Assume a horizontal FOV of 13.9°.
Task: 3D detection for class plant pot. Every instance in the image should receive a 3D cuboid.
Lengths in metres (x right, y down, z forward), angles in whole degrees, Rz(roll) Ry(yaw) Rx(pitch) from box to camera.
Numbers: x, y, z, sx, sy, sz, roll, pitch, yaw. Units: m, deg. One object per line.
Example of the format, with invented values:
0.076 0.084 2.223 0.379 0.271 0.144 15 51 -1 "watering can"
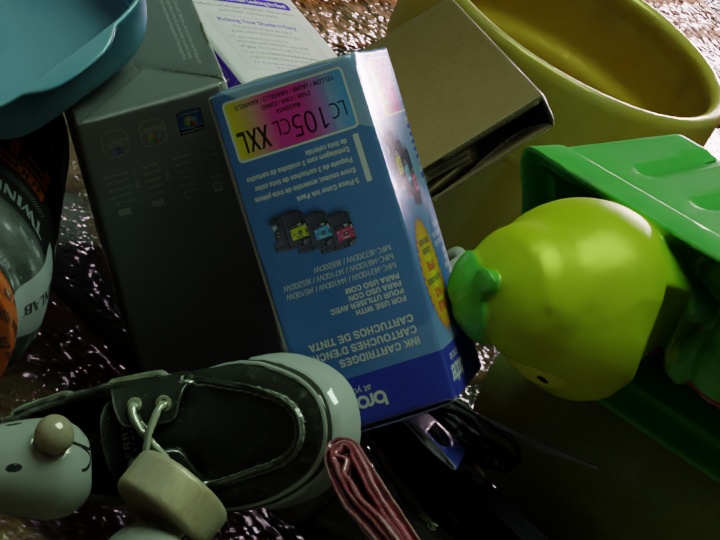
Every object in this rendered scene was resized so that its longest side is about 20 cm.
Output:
0.088 -0.075 1.773 0.200 0.189 0.201 24 27 -13 "plant pot"
0.163 0.107 1.579 0.199 0.188 0.187 27 22 27 "plant pot"

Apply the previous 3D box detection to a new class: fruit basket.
0.132 0.024 1.439 0.214 0.156 0.216 -4 32 3 "fruit basket"

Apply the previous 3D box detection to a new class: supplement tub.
-0.208 -0.020 1.442 0.122 0.123 0.200 23 27 -14 "supplement tub"

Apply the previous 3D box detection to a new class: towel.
0.039 0.181 1.318 0.023 0.200 0.144 -27 48 -7 "towel"

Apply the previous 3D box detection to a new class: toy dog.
-0.050 0.174 1.297 0.200 0.132 0.096 53 -9 19 "toy dog"
-0.211 0.062 1.244 0.199 0.096 0.132 -16 64 -31 "toy dog"

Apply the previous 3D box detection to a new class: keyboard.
0.052 0.102 1.522 0.040 0.104 0.200 -36 64 -25 "keyboard"

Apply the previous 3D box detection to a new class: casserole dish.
-0.177 -0.128 1.435 0.200 0.121 0.039 41 -17 43 "casserole dish"

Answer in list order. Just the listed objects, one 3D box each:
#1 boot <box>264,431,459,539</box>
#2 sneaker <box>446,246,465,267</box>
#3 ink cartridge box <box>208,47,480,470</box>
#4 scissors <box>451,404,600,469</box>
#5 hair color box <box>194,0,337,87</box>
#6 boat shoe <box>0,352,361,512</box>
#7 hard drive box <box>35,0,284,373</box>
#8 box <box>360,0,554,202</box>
0.020 0.135 1.480 0.174 0.069 0.200 40 7 -13 "boot"
-0.038 -0.017 1.666 0.199 0.081 0.077 24 29 -7 "sneaker"
0.000 0.000 1.404 0.136 0.076 0.201 -38 113 -81 "ink cartridge box"
0.041 0.069 1.539 0.200 0.014 0.073 11 -36 53 "scissors"
-0.086 -0.139 1.850 0.109 0.065 0.200 3 39 -43 "hair color box"
-0.089 0.081 1.356 0.064 0.199 0.071 -4 86 -51 "boat shoe"
-0.105 -0.057 1.514 0.076 0.201 0.156 -17 43 -5 "hard drive box"
0.008 -0.072 1.570 0.021 0.163 0.200 58 0 -23 "box"
